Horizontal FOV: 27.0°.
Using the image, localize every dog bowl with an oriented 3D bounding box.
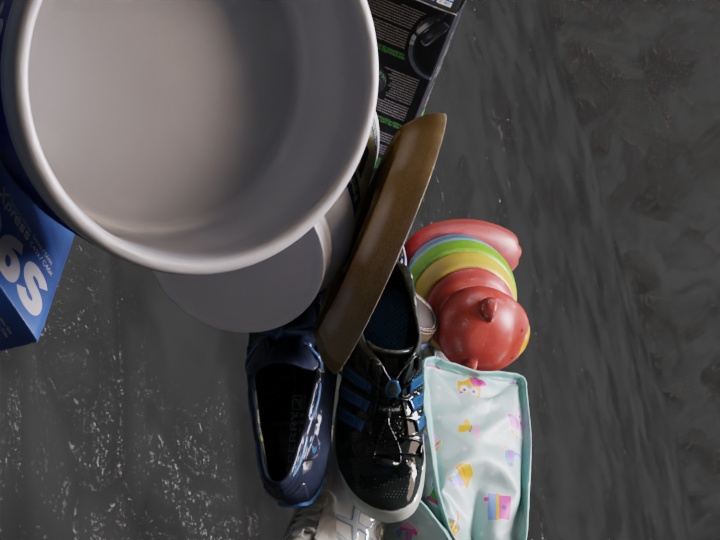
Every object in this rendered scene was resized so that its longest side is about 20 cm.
[{"bbox_3d":[-0.094,-0.103,0.783,0.079,0.199,0.201,19,-47,59],"label":"dog bowl"}]

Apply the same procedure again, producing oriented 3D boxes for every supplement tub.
[{"bbox_3d":[-0.068,-0.061,1.071,0.200,0.144,0.146,-75,148,-58],"label":"supplement tub"}]

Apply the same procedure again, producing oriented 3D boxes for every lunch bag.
[{"bbox_3d":[0.062,0.200,1.240,0.121,0.170,0.201,13,56,-22],"label":"lunch bag"}]

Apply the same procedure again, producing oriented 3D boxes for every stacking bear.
[{"bbox_3d":[0.098,0.032,1.362,0.200,0.113,0.122,-110,-137,-72],"label":"stacking bear"}]

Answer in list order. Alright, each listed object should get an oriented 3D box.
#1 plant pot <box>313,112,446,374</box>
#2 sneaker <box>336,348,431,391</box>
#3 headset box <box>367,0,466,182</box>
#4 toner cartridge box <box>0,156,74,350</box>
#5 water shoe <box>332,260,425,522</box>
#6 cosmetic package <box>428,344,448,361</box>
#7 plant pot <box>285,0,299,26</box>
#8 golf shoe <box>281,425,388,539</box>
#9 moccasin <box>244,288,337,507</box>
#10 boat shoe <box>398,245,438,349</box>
[{"bbox_3d":[0.009,-0.024,1.070,0.200,0.027,0.201,-156,-90,-86],"label":"plant pot"},{"bbox_3d":[-0.004,0.056,1.310,0.200,0.080,0.077,35,47,-64],"label":"sneaker"},{"bbox_3d":[0.018,-0.168,1.211,0.174,0.092,0.201,-67,179,-57],"label":"headset box"},{"bbox_3d":[-0.217,-0.060,0.764,0.095,0.043,0.201,-85,156,-48],"label":"toner cartridge box"},{"bbox_3d":[0.014,0.089,1.148,0.079,0.071,0.202,97,-9,-65],"label":"water shoe"},{"bbox_3d":[0.076,0.138,1.503,0.200,0.090,0.108,11,65,-68],"label":"cosmetic package"},{"bbox_3d":[-0.104,-0.149,0.925,0.187,0.198,0.189,-12,90,-73],"label":"plant pot"},{"bbox_3d":[-0.027,0.206,1.151,0.097,0.078,0.201,30,43,-51],"label":"golf shoe"},{"bbox_3d":[-0.049,0.076,1.143,0.068,0.080,0.202,54,27,-69],"label":"moccasin"},{"bbox_3d":[0.000,0.000,1.239,0.199,0.072,0.073,33,33,-30],"label":"boat shoe"}]
